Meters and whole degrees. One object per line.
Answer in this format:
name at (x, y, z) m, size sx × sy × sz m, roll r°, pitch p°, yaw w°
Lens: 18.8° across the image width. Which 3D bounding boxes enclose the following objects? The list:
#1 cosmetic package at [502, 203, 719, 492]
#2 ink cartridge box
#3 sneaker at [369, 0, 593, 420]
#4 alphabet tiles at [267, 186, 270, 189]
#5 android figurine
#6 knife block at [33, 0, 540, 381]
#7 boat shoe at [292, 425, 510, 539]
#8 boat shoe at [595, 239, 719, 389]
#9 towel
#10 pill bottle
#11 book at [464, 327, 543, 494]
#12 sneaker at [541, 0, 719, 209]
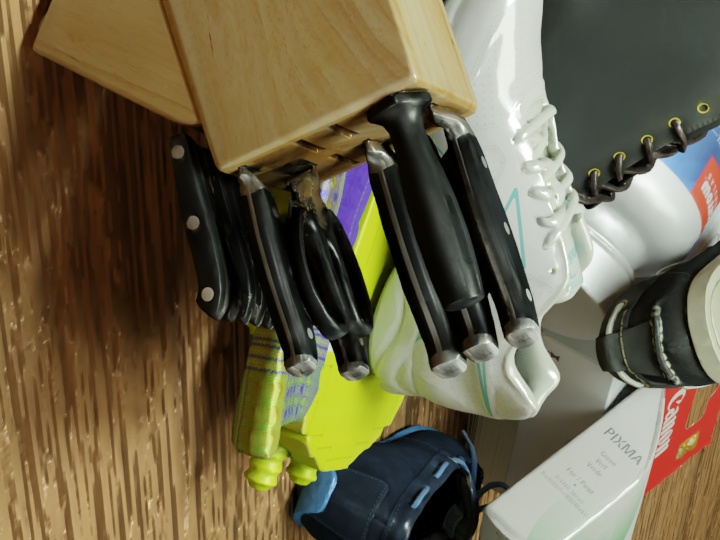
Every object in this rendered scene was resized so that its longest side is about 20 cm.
cosmetic package at (0.142, 0.051, 1.224) m, size 0.151 × 0.052 × 0.200 m, roll -50°, pitch 161°, yaw -31°
ink cartridge box at (0.146, 0.124, 1.180) m, size 0.199 × 0.050 × 0.161 m, roll -33°, pitch 153°, yaw -21°
sneaker at (0.060, -0.031, 0.873) m, size 0.070 × 0.080 × 0.201 m, roll -31°, pitch 135°, yaw -51°
alphabet tiles at (0.004, -0.103, 0.882) m, size 0.168 × 0.008 × 0.200 m, roll -58°, pitch 158°, yaw -18°
android figurine at (0.000, 0.000, 0.922) m, size 0.182 × 0.041 × 0.201 m, roll 0°, pitch 111°, yaw -69°
knife block at (-0.001, -0.073, 0.661) m, size 0.201 × 0.175 × 0.064 m, roll -66°, pitch 161°, yaw 4°
boat shoe at (0.028, 0.130, 1.122) m, size 0.200 × 0.068 × 0.085 m, roll -6°, pitch 119°, yaw -67°
boat shoe at (0.177, 0.019, 1.085) m, size 0.200 × 0.067 × 0.072 m, roll -18°, pitch 88°, yaw -62°
towel at (-0.004, -0.033, 0.766) m, size 0.144 × 0.023 × 0.201 m, roll 43°, pitch 65°, yaw -87°
pill bottle at (0.138, -0.068, 1.102) m, size 0.201 × 0.112 × 0.112 m, roll -57°, pitch 159°, yaw -19°
book at (0.116, 0.020, 1.250) m, size 0.134 × 0.048 × 0.201 m, roll -50°, pitch 157°, yaw -38°
sneaker at (0.104, -0.048, 0.933) m, size 0.075 × 0.106 × 0.201 m, roll -19°, pitch 126°, yaw -65°
